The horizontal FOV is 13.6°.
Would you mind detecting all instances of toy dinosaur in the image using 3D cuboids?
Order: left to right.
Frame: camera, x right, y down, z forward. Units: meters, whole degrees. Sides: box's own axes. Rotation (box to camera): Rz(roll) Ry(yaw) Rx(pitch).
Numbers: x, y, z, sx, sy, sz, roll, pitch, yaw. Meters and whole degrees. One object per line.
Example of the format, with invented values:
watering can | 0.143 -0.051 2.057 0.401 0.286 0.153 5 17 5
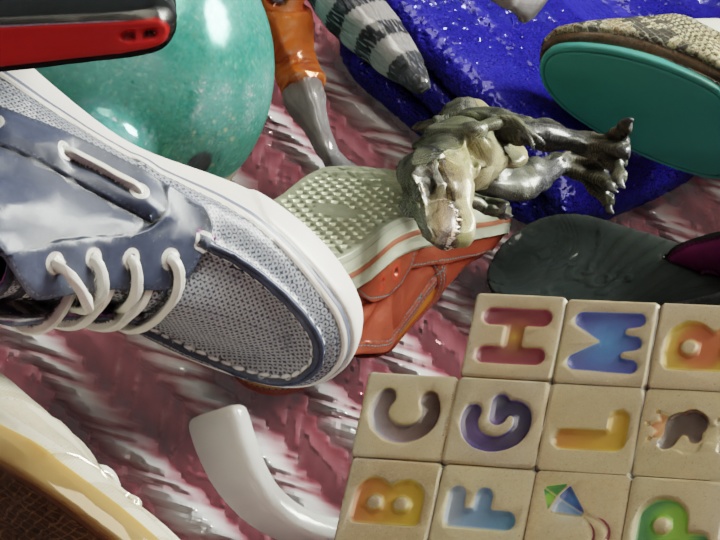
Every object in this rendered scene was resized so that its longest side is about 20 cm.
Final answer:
toy dinosaur | 0.060 -0.045 1.181 0.088 0.048 0.200 7 11 2

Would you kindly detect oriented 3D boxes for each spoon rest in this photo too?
spoon rest | 0.038 0.062 1.099 0.199 0.099 0.061 -10 86 -26

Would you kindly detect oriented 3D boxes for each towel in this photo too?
towel | 0.101 -0.094 1.344 0.148 0.050 0.200 41 40 23

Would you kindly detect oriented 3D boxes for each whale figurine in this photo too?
whale figurine | -0.120 -0.094 1.156 0.199 0.104 0.159 12 35 -38

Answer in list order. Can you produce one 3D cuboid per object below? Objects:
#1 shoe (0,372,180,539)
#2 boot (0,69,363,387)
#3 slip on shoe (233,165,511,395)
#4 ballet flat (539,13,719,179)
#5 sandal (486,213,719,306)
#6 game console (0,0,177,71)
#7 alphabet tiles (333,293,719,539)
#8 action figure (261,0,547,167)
shoe | -0.118 0.063 1.010 0.200 0.070 0.053 35 46 18
boot | -0.092 0.000 1.019 0.199 0.073 0.091 31 35 -12
slip on shoe | 0.000 0.000 1.169 0.074 0.062 0.200 15 19 21
ballet flat | 0.172 -0.065 1.243 0.199 0.068 0.075 26 54 26
sandal | 0.133 0.012 1.165 0.200 0.048 0.075 14 49 32
game console | -0.152 -0.106 1.030 0.176 0.031 0.200 -7 23 -2
alphabet tiles | 0.087 0.083 0.996 0.199 0.006 0.167 3 61 20
action figure | -0.011 -0.162 1.229 0.194 0.200 0.105 49 16 4
